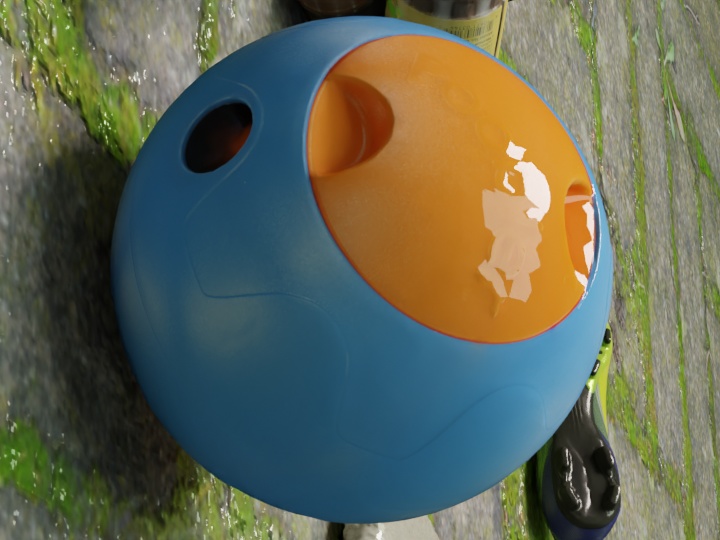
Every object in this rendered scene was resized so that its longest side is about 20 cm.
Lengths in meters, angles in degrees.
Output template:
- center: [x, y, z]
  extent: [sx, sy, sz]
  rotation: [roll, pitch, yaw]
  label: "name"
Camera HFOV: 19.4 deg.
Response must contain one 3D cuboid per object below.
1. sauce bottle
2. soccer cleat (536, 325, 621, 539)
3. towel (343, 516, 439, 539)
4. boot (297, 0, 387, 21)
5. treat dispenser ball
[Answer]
- center: [0.039, -0.095, 1.142]
  extent: [0.201, 0.064, 0.065]
  rotation: [98, 2, -46]
  label: "sauce bottle"
- center: [0.146, 0.103, 1.505]
  extent: [0.084, 0.064, 0.201]
  rotation: [109, -19, -58]
  label: "soccer cleat"
- center: [0.028, 0.199, 1.116]
  extent: [0.133, 0.034, 0.200]
  rotation: [-82, 155, -44]
  label: "towel"
- center: [0.004, -0.198, 1.172]
  extent: [0.097, 0.074, 0.201]
  rotation: [74, 26, -53]
  label: "boot"
- center: [0.000, 0.000, 0.844]
  extent: [0.201, 0.200, 0.202]
  rotation: [-8, 90, -72]
  label: "treat dispenser ball"
